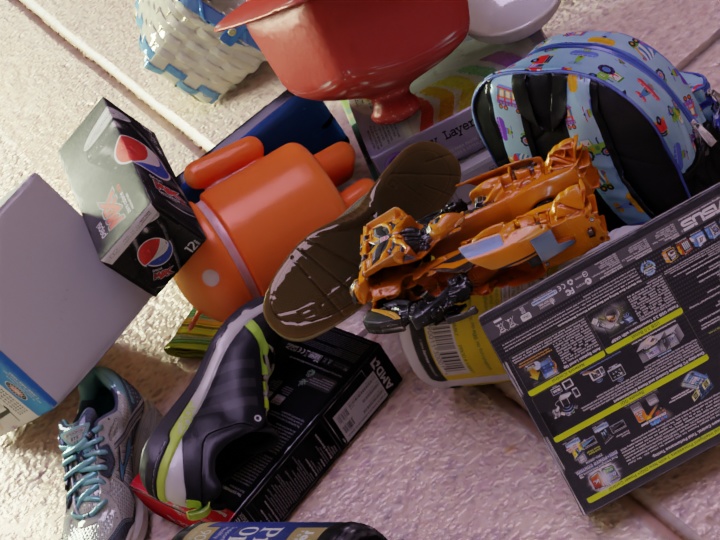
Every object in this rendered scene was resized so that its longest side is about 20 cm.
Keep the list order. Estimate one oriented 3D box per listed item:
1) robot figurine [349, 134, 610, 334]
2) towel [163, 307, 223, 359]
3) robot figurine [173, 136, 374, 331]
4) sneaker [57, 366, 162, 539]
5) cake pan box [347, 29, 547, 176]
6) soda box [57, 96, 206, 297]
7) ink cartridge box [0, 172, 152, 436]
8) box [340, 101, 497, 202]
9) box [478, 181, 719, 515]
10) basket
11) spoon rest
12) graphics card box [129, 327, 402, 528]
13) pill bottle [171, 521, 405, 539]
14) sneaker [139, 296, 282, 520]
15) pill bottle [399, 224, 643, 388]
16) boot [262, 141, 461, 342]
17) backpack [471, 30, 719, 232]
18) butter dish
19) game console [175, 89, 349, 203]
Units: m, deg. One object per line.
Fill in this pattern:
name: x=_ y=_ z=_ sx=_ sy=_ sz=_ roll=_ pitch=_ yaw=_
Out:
robot figurine: x=0.080 y=-0.024 z=1.528 sx=0.199 sy=0.058 sz=0.145 roll=-22 pitch=28 yaw=13
towel: x=-0.098 y=0.000 z=1.862 sx=0.086 sy=0.018 sz=0.200 roll=2 pitch=49 yaw=37
robot figurine: x=-0.080 y=-0.030 z=1.779 sx=0.200 sy=0.144 sz=0.117 roll=-31 pitch=28 yaw=-9
sneaker: x=-0.220 y=0.163 z=1.708 sx=0.077 sy=0.086 sz=0.200 roll=-19 pitch=38 yaw=19
cake pan box: x=0.077 y=-0.174 z=1.847 sx=0.184 sy=0.052 sz=0.200 roll=-25 pitch=37 yaw=6
soda box: x=-0.194 y=-0.065 z=1.761 sx=0.071 sy=0.063 sz=0.200 roll=-48 pitch=34 yaw=11
ink cartridge box: x=-0.300 y=0.036 z=1.800 sx=0.145 sy=0.147 sz=0.200 roll=-52 pitch=12 yaw=-26
box: x=0.070 y=-0.127 z=1.867 sx=0.144 sy=0.036 sz=0.200 roll=-29 pitch=36 yaw=5
box: x=0.205 y=0.054 z=1.469 sx=0.199 sy=0.161 sz=0.044 roll=-30 pitch=-3 yaw=5
basket: x=-0.134 y=-0.284 z=2.089 sx=0.200 sy=0.139 sz=0.177 roll=-52 pitch=29 yaw=27
spoon rest: x=0.098 y=-0.249 z=1.827 sx=0.099 sy=0.061 sz=0.200 roll=-42 pitch=38 yaw=-15
graphics card box: x=-0.075 y=0.128 z=1.673 sx=0.125 sy=0.051 sz=0.200 roll=17 pitch=60 yaw=46
pill bottle: x=-0.038 y=0.232 z=1.477 sx=0.199 sy=0.112 sz=0.112 roll=-5 pitch=45 yaw=33
sneaker: x=-0.092 y=0.111 z=1.626 sx=0.083 sy=0.072 sz=0.200 roll=20 pitch=59 yaw=20
pill bottle: x=0.138 y=0.025 z=1.581 sx=0.199 sy=0.114 sz=0.115 roll=-8 pitch=43 yaw=29
boot: x=0.000 y=0.000 z=1.680 sx=0.072 sy=0.155 sz=0.200 roll=40 pitch=72 yaw=11
backpack: x=0.188 y=-0.107 z=1.620 sx=0.182 sy=0.200 sz=0.135 roll=4 pitch=50 yaw=40
butter dish: x=0.008 y=-0.194 z=1.761 sx=0.199 sy=0.148 sz=0.199 roll=-24 pitch=8 yaw=-24
game console: x=-0.124 y=-0.104 z=1.902 sx=0.200 sy=0.171 sz=0.118 roll=-39 pitch=61 yaw=0
